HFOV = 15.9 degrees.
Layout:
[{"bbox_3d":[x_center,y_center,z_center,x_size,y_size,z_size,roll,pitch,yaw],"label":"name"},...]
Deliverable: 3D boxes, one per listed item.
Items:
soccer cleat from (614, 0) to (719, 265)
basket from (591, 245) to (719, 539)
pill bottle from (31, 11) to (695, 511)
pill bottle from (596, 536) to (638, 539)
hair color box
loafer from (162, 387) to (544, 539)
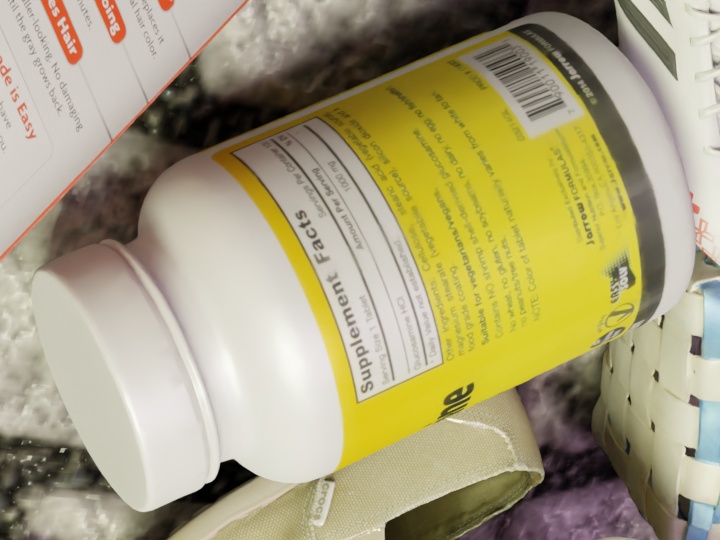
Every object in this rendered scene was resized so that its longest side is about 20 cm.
[{"bbox_3d":[0.118,-0.087,0.841,0.068,0.085,0.201,-19,101,-15],"label":"soccer cleat"},{"bbox_3d":[0.195,0.031,0.968,0.199,0.139,0.177,-10,122,-16],"label":"basket"},{"bbox_3d":[0.000,0.000,0.841,0.200,0.112,0.113,-24,128,-18],"label":"pill bottle"},{"bbox_3d":[0.041,0.180,0.921,0.114,0.115,0.200,12,143,-37],"label":"pill bottle"},{"bbox_3d":[-0.113,-0.065,0.681,0.200,0.061,0.102,-51,127,-46],"label":"hair color box"},{"bbox_3d":[-0.015,0.104,0.913,0.200,0.068,0.076,-44,154,-3],"label":"loafer"}]
